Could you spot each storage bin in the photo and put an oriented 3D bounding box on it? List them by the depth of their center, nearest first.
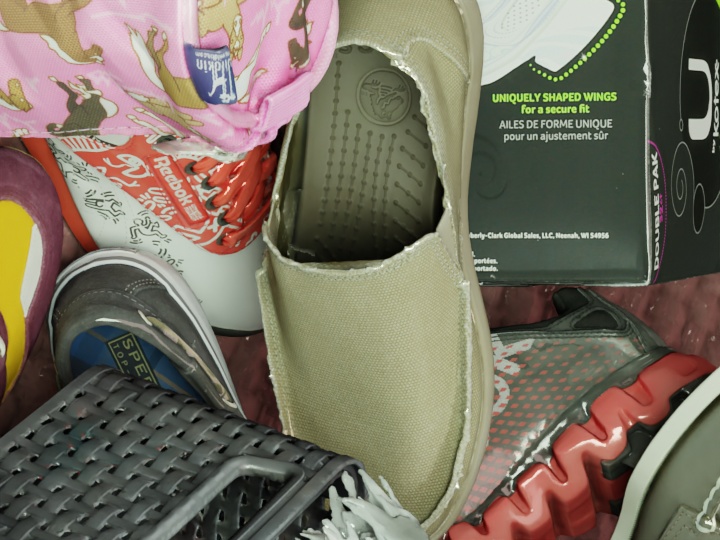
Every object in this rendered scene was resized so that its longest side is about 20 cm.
[{"bbox_3d":[-0.076,0.147,0.893,0.135,0.094,0.200,-41,143,-53],"label":"storage bin"}]

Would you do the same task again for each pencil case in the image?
[{"bbox_3d":[-0.109,-0.077,0.848,0.083,0.200,0.087,47,51,-55],"label":"pencil case"}]

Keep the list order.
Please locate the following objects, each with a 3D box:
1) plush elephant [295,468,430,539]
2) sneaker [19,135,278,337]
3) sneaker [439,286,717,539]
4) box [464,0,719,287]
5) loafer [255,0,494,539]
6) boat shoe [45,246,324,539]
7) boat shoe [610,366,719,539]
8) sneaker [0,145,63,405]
[{"bbox_3d":[0.025,0.178,0.848,0.155,0.200,0.165,-54,166,27],"label":"plush elephant"},{"bbox_3d":[-0.055,-0.047,0.958,0.201,0.108,0.067,52,59,-32],"label":"sneaker"},{"bbox_3d":[0.036,0.076,1.074,0.200,0.098,0.071,-35,154,-12],"label":"sneaker"},{"bbox_3d":[0.060,-0.097,1.022,0.149,0.124,0.200,-8,99,-70],"label":"box"},{"bbox_3d":[0.000,0.000,0.933,0.068,0.076,0.200,-38,128,-65],"label":"loafer"},{"bbox_3d":[-0.046,0.086,0.972,0.066,0.070,0.200,-85,153,-72],"label":"boat shoe"},{"bbox_3d":[0.125,0.100,1.049,0.072,0.060,0.202,-16,144,-39],"label":"boat shoe"},{"bbox_3d":[-0.136,0.046,0.898,0.075,0.090,0.200,47,62,-34],"label":"sneaker"}]
